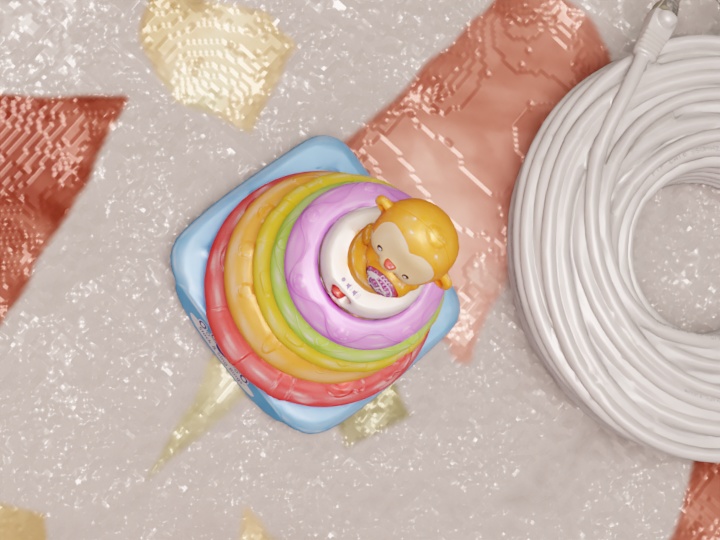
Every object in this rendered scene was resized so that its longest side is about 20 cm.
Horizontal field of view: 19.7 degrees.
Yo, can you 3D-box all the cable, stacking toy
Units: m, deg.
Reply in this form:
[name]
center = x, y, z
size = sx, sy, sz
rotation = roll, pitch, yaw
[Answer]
[cable]
center = 0.163, -0.010, 0.988
size = 0.200, 0.069, 0.200
rotation = 43, 76, -8
[stacking toy]
center = 0.000, 0.000, 0.874
size = 0.110, 0.200, 0.116
rotation = -38, 95, -16
